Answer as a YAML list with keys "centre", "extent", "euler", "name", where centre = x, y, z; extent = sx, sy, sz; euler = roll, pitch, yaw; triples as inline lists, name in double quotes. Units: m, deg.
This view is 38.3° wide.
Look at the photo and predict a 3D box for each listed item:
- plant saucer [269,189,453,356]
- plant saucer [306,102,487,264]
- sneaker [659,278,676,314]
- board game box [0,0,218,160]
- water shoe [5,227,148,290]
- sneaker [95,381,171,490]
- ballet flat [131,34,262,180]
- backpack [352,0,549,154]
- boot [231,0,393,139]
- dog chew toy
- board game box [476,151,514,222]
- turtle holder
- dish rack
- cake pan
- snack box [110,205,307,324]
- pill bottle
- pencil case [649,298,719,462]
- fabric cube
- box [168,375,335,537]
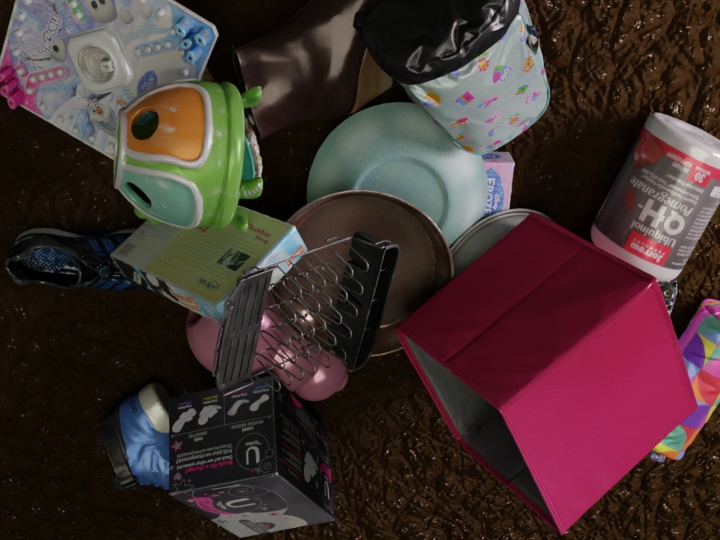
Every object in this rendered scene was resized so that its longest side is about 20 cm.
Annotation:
- centre: [0.000, 0.000, 1.102]
  extent: [0.197, 0.035, 0.203]
  euler: [1, 119, 1]
  name: "plant saucer"
- centre: [0.041, -0.075, 1.107]
  extent: [0.197, 0.039, 0.204]
  euler: [-1, 113, -3]
  name: "plant saucer"
- centre: [0.314, 0.085, 1.233]
  extent: [0.071, 0.072, 0.202]
  euler: [27, 100, 16]
  name: "sneaker"
- centre: [-0.264, -0.206, 1.039]
  extent: [0.198, 0.026, 0.201]
  euler: [30, 127, -4]
  name: "board game box"
- centre: [-0.289, -0.002, 1.146]
  extent: [0.196, 0.079, 0.073]
  euler: [1, 114, -4]
  name: "water shoe"
- centre: [-0.239, 0.243, 1.256]
  extent: [0.110, 0.077, 0.201]
  euler: [-31, 108, 4]
  name: "sneaker"
- centre: [-0.160, -0.177, 1.082]
  extent: [0.075, 0.064, 0.201]
  euler: [-22, 114, 29]
  name: "ballet flat"
- centre: [0.104, -0.205, 1.016]
  extent: [0.165, 0.128, 0.200]
  euler: [-25, 156, 15]
  name: "backpack"
- centre: [-0.049, -0.241, 1.031]
  extent: [0.164, 0.072, 0.203]
  euler: [-21, 124, -20]
  name: "boot"
- centre: [-0.097, 0.082, 1.175]
  extent: [0.199, 0.125, 0.125]
  euler: [32, 109, -24]
  name: "dog chew toy"
- centre: [0.065, -0.036, 1.170]
  extent: [0.196, 0.041, 0.203]
  euler: [1, 114, -4]
  name: "board game box"
- centre: [-0.172, -0.111, 1.002]
  extent: [0.129, 0.185, 0.144]
  euler: [1, 95, -17]
  name: "turtle holder"
- centre: [-0.056, 0.048, 1.018]
  extent: [0.054, 0.199, 0.155]
  euler: [33, 125, 31]
  name: "dish rack"
- centre: [0.167, 0.032, 1.166]
  extent: [0.197, 0.037, 0.203]
  euler: [-13, 118, -25]
  name: "cake pan"
- centre: [-0.159, -0.019, 1.064]
  extent: [0.116, 0.199, 0.037]
  euler: [-47, 132, -22]
  name: "snack box"
- centre: [0.320, -0.059, 1.135]
  extent: [0.109, 0.111, 0.202]
  euler: [19, 111, -11]
  name: "pill bottle"
- centre: [0.395, 0.133, 1.241]
  extent: [0.087, 0.089, 0.202]
  euler: [23, 109, -13]
  name: "pencil case"
- centre: [0.189, 0.099, 1.064]
  extent: [0.199, 0.200, 0.197]
  euler: [-39, 125, -11]
  name: "fabric cube"
- centre: [-0.121, 0.219, 1.176]
  extent: [0.130, 0.116, 0.201]
  euler: [-13, 149, 11]
  name: "box"
